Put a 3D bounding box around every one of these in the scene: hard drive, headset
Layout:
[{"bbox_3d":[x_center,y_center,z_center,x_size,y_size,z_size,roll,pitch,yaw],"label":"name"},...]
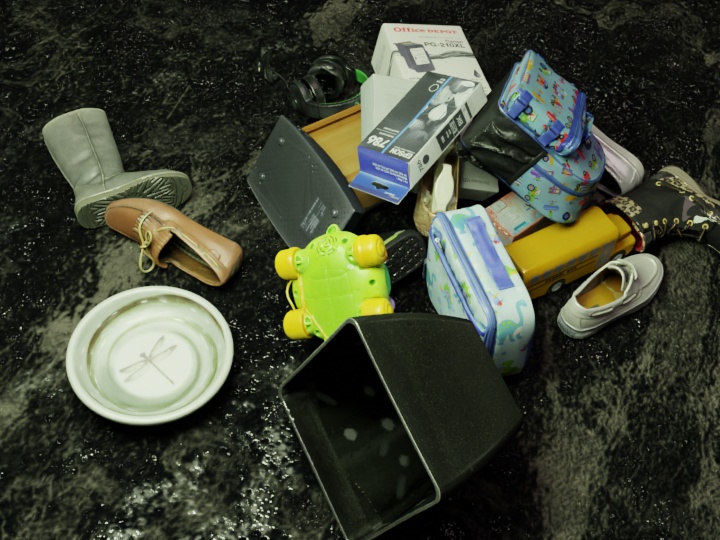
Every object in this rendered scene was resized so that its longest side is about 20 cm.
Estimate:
[{"bbox_3d":[-0.076,-0.106,1.263,0.042,0.135,0.200,-4,47,-45],"label":"hard drive"},{"bbox_3d":[-0.073,-0.304,1.445,0.199,0.094,0.124,16,47,29],"label":"headset"}]

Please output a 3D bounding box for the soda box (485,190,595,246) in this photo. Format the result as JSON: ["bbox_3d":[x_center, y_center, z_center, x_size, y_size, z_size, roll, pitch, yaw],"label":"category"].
[{"bbox_3d":[0.258,-0.091,1.322,0.199,0.069,0.064,-32,63,-28],"label":"soda box"}]

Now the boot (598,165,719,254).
[{"bbox_3d":[0.458,-0.062,1.317,0.150,0.073,0.200,-22,56,-22],"label":"boot"}]

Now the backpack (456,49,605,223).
[{"bbox_3d":[0.252,-0.171,1.227,0.200,0.135,0.183,40,39,-6],"label":"backpack"}]

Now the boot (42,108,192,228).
[{"bbox_3d":[-0.357,-0.161,1.323,0.181,0.073,0.200,-13,46,-19],"label":"boot"}]

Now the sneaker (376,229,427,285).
[{"bbox_3d":[0.000,0.000,1.237,0.199,0.072,0.083,-24,22,-18],"label":"sneaker"}]

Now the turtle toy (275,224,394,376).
[{"bbox_3d":[-0.016,0.042,1.121,0.145,0.202,0.101,-8,0,25],"label":"turtle toy"}]

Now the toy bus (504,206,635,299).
[{"bbox_3d":[0.290,-0.029,1.263,0.199,0.079,0.065,-24,56,-17],"label":"toy bus"}]

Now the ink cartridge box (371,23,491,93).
[{"bbox_3d":[0.115,-0.307,1.468,0.144,0.085,0.201,-3,50,-18],"label":"ink cartridge box"}]

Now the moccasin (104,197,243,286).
[{"bbox_3d":[-0.260,-0.035,1.224,0.201,0.074,0.078,30,45,5],"label":"moccasin"}]

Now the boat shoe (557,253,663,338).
[{"bbox_3d":[0.351,0.019,1.239,0.199,0.070,0.071,-26,58,-28],"label":"boat shoe"}]

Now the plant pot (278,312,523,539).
[{"bbox_3d":[0.056,0.157,1.001,0.177,0.200,0.200,-16,71,-36],"label":"plant pot"}]

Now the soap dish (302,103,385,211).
[{"bbox_3d":[-0.008,-0.168,1.348,0.199,0.081,0.157,-28,59,-26],"label":"soap dish"}]

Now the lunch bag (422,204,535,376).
[{"bbox_3d":[0.147,0.026,1.153,0.082,0.161,0.201,-13,54,-13],"label":"lunch bag"}]

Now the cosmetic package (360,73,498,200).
[{"bbox_3d":[0.099,-0.187,1.299,0.199,0.052,0.152,5,74,-23],"label":"cosmetic package"}]

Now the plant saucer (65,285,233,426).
[{"bbox_3d":[-0.255,0.111,1.112,0.199,0.050,0.201,3,50,-3],"label":"plant saucer"}]

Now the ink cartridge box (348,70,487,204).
[{"bbox_3d":[0.070,-0.180,1.199,0.099,0.039,0.200,23,66,41],"label":"ink cartridge box"}]

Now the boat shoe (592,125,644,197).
[{"bbox_3d":[0.342,-0.181,1.413,0.200,0.072,0.068,41,57,14],"label":"boat shoe"}]

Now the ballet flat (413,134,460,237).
[{"bbox_3d":[0.111,-0.145,1.230,0.070,0.065,0.202,5,75,-15],"label":"ballet flat"}]
